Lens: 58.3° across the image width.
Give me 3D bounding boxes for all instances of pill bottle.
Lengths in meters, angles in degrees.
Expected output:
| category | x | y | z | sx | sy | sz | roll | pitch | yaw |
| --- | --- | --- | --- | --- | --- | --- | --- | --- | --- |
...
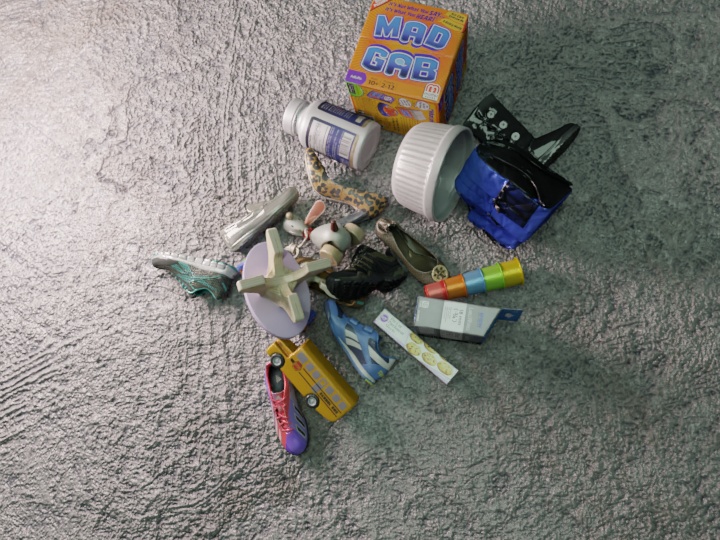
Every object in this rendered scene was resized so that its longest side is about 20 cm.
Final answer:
| category | x | y | z | sx | sy | sz | roll | pitch | yaw |
| --- | --- | --- | --- | --- | --- | --- | --- | --- | --- |
| pill bottle | -0.066 | -0.307 | 1.418 | 0.199 | 0.111 | 0.111 | 25 | 82 | 13 |

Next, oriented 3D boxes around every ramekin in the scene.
| category | x | y | z | sx | sy | sz | roll | pitch | yaw |
| --- | --- | --- | --- | --- | --- | --- | --- | --- | --- |
| ramekin | 0.146 | -0.208 | 1.325 | 0.105 | 0.200 | 0.201 | 21 | 81 | 23 |

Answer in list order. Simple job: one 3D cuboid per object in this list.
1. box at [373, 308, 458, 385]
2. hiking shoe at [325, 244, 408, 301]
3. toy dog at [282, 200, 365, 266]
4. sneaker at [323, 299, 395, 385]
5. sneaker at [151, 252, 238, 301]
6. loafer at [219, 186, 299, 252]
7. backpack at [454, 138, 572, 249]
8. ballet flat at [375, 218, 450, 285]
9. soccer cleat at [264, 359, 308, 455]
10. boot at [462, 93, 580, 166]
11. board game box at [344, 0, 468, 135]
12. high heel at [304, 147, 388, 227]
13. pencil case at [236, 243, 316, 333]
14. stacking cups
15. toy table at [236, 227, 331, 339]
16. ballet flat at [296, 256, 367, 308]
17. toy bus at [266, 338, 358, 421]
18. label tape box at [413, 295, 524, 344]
| category | x | y | z | sx | sy | sz | roll | pitch | yaw |
| --- | --- | --- | --- | --- | --- | --- | --- | --- | --- |
| box | 0.113 | 0.157 | 1.325 | 0.200 | 0.039 | 0.041 | 41 | 85 | 15 |
| hiking shoe | 0.000 | 0.000 | 1.325 | 0.076 | 0.199 | 0.101 | -51 | 57 | 39 |
| toy dog | -0.093 | -0.086 | 1.350 | 0.199 | 0.096 | 0.132 | 4 | 51 | 22 |
| sneaker | -0.005 | 0.136 | 1.332 | 0.082 | 0.074 | 0.200 | -35 | 84 | 2 |
| sneaker | -0.372 | 0.014 | 1.414 | 0.199 | 0.078 | 0.092 | 12 | 83 | 12 |
| loafer | -0.223 | -0.123 | 1.422 | 0.200 | 0.070 | 0.070 | -39 | 83 | -1 |
| backpack | 0.287 | -0.155 | 1.297 | 0.200 | 0.162 | 0.168 | 42 | 125 | 11 |
| ballet flat | 0.111 | -0.040 | 1.353 | 0.200 | 0.046 | 0.067 | 44 | 65 | 8 |
| soccer cleat | -0.158 | 0.279 | 1.320 | 0.068 | 0.073 | 0.201 | -16 | 76 | 5 |
| boot | 0.344 | -0.308 | 1.386 | 0.165 | 0.066 | 0.200 | -43 | 71 | -4 |
| board game box | 0.105 | -0.420 | 1.371 | 0.199 | 0.200 | 0.201 | 17 | 81 | 12 |
| high heel | -0.032 | -0.196 | 1.403 | 0.142 | 0.071 | 0.201 | -23 | 91 | 9 |
| pencil case | -0.173 | 0.044 | 1.352 | 0.200 | 0.087 | 0.078 | 53 | 132 | 0 |
| stacking cups | 0.230 | 0.028 | 1.320 | 0.199 | 0.061 | 0.061 | -16 | 76 | 2 |
| toy table | -0.154 | 0.025 | 1.254 | 0.183 | 0.117 | 0.200 | -27 | 83 | -23 |
| ballet flat | -0.080 | 0.025 | 1.363 | 0.200 | 0.072 | 0.068 | 29 | 100 | 13 |
| toy bus | -0.098 | 0.211 | 1.303 | 0.078 | 0.065 | 0.200 | -40 | 91 | 12 |
| label tape box | 0.210 | 0.105 | 1.267 | 0.199 | 0.144 | 0.064 | 8 | 79 | 10 |
